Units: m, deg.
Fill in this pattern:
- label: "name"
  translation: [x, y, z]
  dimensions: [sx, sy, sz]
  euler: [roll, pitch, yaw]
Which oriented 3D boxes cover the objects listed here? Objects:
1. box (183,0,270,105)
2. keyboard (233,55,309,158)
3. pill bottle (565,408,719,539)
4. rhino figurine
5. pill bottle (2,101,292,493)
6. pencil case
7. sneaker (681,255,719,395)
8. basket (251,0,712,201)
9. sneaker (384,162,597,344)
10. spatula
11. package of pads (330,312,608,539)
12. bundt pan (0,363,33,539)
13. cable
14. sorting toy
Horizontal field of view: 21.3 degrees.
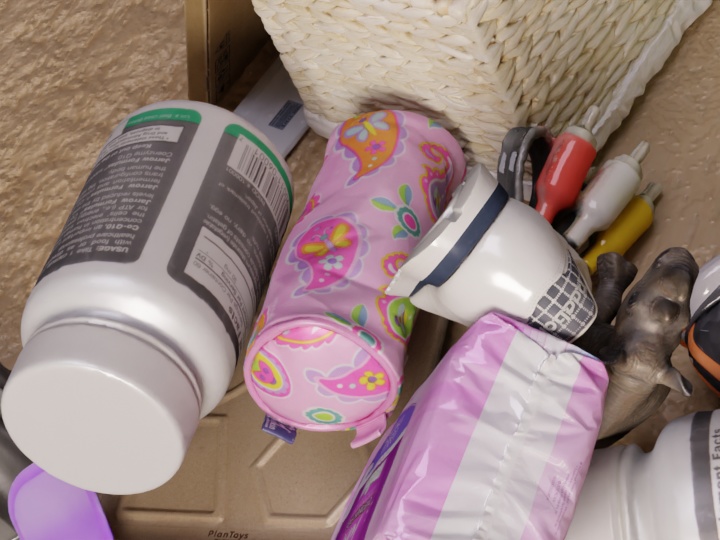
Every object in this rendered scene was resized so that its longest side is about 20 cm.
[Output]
- label: "box"
  translation: [-0.054, -0.205, 1.180]
  dimensions: [0.021, 0.200, 0.164]
  euler: [32, 68, 10]
- label: "keyboard"
  translation: [-0.052, -0.099, 1.214]
  dimensions: [0.056, 0.011, 0.200]
  euler: [25, 68, 33]
- label: "pill bottle"
  translation: [0.195, 0.113, 0.848]
  dimensions: [0.200, 0.113, 0.113]
  euler: [-11, 50, 18]
- label: "rhino figurine"
  translation: [0.118, 0.042, 0.900]
  dimensions: [0.060, 0.200, 0.088]
  euler: [25, 68, -4]
- label: "pill bottle"
  translation: [-0.112, 0.012, 1.018]
  dimensions: [0.113, 0.113, 0.200]
  euler: [-6, 40, 22]
- label: "pencil case"
  translation: [0.000, 0.000, 1.014]
  dimensions: [0.087, 0.088, 0.200]
  euler: [-7, 37, 21]
- label: "sneaker"
  translation: [0.259, 0.007, 0.927]
  dimensions: [0.200, 0.078, 0.112]
  euler: [-39, 50, 7]
- label: "basket"
  translation: [0.068, -0.176, 1.114]
  dimensions: [0.198, 0.161, 0.200]
  euler: [20, 63, 38]
- label: "sneaker"
  translation: [0.064, 0.003, 0.895]
  dimensions: [0.080, 0.200, 0.076]
  euler: [35, 94, 1]
- label: "spatula"
  translation: [-0.140, 0.188, 0.985]
  dimensions: [0.056, 0.021, 0.200]
  euler: [-31, 60, 22]
- label: "package of pads"
  translation: [0.038, 0.110, 0.861]
  dimensions: [0.076, 0.200, 0.121]
  euler: [28, 65, -2]
- label: "bundt pan"
  translation: [-0.282, 0.113, 1.111]
  dimensions: [0.201, 0.076, 0.202]
  euler: [-13, 50, 16]
- label: "cable"
  translation: [0.094, 0.001, 1.002]
  dimensions: [0.050, 0.097, 0.200]
  euler: [-9, 46, 47]
- label: "sorting toy"
  translation: [-0.048, 0.083, 1.050]
  dimensions: [0.185, 0.037, 0.200]
  euler: [-1, 49, 25]
